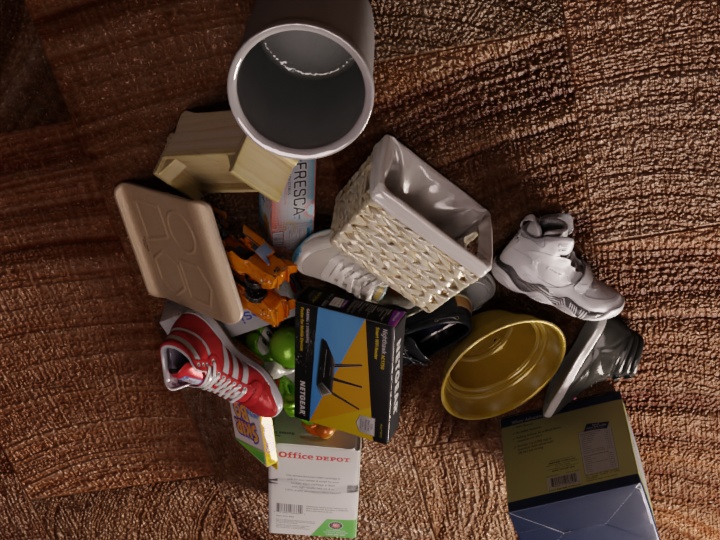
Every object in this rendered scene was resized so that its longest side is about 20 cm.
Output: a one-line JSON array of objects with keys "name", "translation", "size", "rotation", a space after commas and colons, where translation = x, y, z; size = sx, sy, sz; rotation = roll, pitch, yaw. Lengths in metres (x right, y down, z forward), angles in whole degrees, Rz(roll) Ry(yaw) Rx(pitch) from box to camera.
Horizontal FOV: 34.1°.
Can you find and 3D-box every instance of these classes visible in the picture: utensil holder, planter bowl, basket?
[{"name": "utensil holder", "translation": [-0.065, -0.255, 1.403], "size": [0.169, 0.200, 0.171], "rotation": [1, 125, 1]}, {"name": "planter bowl", "translation": [0.191, 0.118, 1.703], "size": [0.199, 0.084, 0.201], "rotation": [-16, 137, -16]}, {"name": "basket", "translation": [0.066, -0.058, 1.577], "size": [0.200, 0.136, 0.123], "rotation": [36, 123, -20]}]

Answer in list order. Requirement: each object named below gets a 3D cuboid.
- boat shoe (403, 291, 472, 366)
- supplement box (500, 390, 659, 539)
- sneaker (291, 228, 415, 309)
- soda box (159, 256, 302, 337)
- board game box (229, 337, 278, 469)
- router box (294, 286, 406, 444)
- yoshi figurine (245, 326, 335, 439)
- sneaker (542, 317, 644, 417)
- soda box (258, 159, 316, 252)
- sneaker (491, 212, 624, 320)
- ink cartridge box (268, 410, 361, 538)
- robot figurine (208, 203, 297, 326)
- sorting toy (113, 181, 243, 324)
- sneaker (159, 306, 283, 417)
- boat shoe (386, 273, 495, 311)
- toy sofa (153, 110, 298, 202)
[{"name": "boat shoe", "translation": [0.073, 0.102, 1.649], "size": [0.199, 0.062, 0.075], "rotation": [-31, 133, 17]}, {"name": "supplement box", "translation": [0.328, 0.317, 1.780], "size": [0.199, 0.200, 0.135], "rotation": [-15, 123, 13]}, {"name": "sneaker", "translation": [0.000, 0.000, 1.617], "size": [0.199, 0.081, 0.077], "rotation": [11, 129, -30]}, {"name": "soda box", "translation": [-0.188, 0.052, 1.705], "size": [0.199, 0.064, 0.068], "rotation": [-19, 121, 15]}, {"name": "board game box", "translation": [-0.167, 0.205, 1.770], "size": [0.030, 0.095, 0.201], "rotation": [-25, 123, -27]}, {"name": "router box", "translation": [-0.017, 0.132, 1.632], "size": [0.148, 0.051, 0.201], "rotation": [13, 123, 18]}, {"name": "yoshi figurine", "translation": [-0.087, 0.156, 1.755], "size": [0.112, 0.113, 0.200], "rotation": [-36, 114, 8]}, {"name": "sneaker", "translation": [0.350, 0.157, 1.746], "size": [0.099, 0.071, 0.201], "rotation": [23, 119, -7]}, {"name": "soda box", "translation": [-0.098, -0.126, 1.567], "size": [0.063, 0.068, 0.201], "rotation": [-9, 127, -18]}, {"name": "sneaker", "translation": [0.292, -0.007, 1.633], "size": [0.199, 0.075, 0.115], "rotation": [19, 126, -6]}, {"name": "ink cartridge box", "translation": [-0.072, 0.327, 1.878], "size": [0.145, 0.084, 0.201], "rotation": [5, 125, 1]}, {"name": "robot figurine", "translation": [-0.174, -0.015, 1.610], "size": [0.200, 0.058, 0.146], "rotation": [36, 142, 26]}, {"name": "sorting toy", "translation": [-0.246, -0.029, 1.609], "size": [0.199, 0.036, 0.186], "rotation": [13, 128, 43]}, {"name": "sneaker", "translation": [-0.200, 0.153, 1.642], "size": [0.200, 0.113, 0.071], "rotation": [46, 124, -8]}, {"name": "boat shoe", "translation": [0.101, 0.058, 1.694], "size": [0.201, 0.065, 0.075], "rotation": [-18, 123, 14]}, {"name": "toy sofa", "translation": [-0.170, -0.147, 1.506], "size": [0.083, 0.098, 0.199], "rotation": [34, 161, -36]}]
